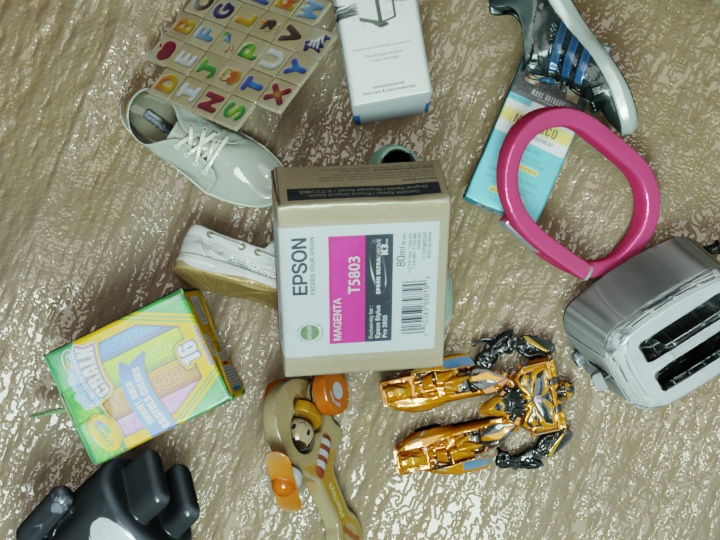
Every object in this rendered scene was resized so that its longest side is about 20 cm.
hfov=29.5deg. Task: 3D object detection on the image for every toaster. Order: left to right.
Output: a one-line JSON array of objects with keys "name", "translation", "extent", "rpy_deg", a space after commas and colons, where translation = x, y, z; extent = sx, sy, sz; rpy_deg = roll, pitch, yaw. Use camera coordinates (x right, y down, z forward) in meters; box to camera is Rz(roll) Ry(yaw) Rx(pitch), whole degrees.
[{"name": "toaster", "translation": [0.307, 0.050, 1.360], "extent": [0.199, 0.129, 0.114], "rpy_deg": [-31, 110, 0]}]

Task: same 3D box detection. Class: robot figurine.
[{"name": "robot figurine", "translation": [-0.250, 0.268, 1.366], "extent": [0.200, 0.125, 0.150], "rpy_deg": [-43, 91, 17]}, {"name": "robot figurine", "translation": [0.125, 0.143, 1.406], "extent": [0.198, 0.058, 0.147], "rpy_deg": [-12, 90, 1]}]

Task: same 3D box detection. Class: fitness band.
[{"name": "fitness band", "translation": [0.219, -0.077, 1.381], "extent": [0.199, 0.037, 0.144], "rpy_deg": [34, 85, -24]}]

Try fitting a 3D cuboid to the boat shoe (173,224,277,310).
[{"name": "boat shoe", "translation": [-0.089, -0.002, 1.406], "extent": [0.198, 0.071, 0.070], "rpy_deg": [17, 67, -10]}]

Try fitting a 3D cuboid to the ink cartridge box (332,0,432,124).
[{"name": "ink cartridge box", "translation": [0.016, -0.260, 1.371], "extent": [0.083, 0.146, 0.202], "rpy_deg": [-10, 88, 2]}]

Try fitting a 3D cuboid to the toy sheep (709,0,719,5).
[{"name": "toy sheep", "translation": [0.341, -0.340, 1.377], "extent": [0.199, 0.138, 0.139], "rpy_deg": [31, 90, -12]}]

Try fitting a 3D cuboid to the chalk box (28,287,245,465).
[{"name": "chalk box", "translation": [-0.234, 0.115, 1.380], "extent": [0.198, 0.124, 0.125], "rpy_deg": [-26, 89, 1]}]

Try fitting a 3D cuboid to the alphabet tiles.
[{"name": "alphabet tiles", "translation": [-0.123, -0.224, 1.375], "extent": [0.199, 0.006, 0.167], "rpy_deg": [25, 73, 35]}]

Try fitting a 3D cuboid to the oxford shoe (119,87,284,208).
[{"name": "oxford shoe", "translation": [-0.165, -0.127, 1.416], "extent": [0.199, 0.058, 0.076], "rpy_deg": [31, 88, 0]}]

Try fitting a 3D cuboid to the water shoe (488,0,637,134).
[{"name": "water shoe", "translation": [0.200, -0.209, 1.360], "extent": [0.079, 0.071, 0.201], "rpy_deg": [-33, 82, 4]}]

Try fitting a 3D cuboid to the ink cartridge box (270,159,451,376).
[{"name": "ink cartridge box", "translation": [0.000, 0.000, 1.311], "extent": [0.163, 0.075, 0.202], "rpy_deg": [-4, 125, -5]}]

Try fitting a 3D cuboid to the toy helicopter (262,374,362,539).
[{"name": "toy helicopter", "translation": [-0.047, 0.207, 1.382], "extent": [0.078, 0.132, 0.202], "rpy_deg": [-13, 108, 29]}]

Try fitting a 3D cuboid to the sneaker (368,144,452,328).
[{"name": "sneaker", "translation": [0.047, -0.030, 1.381], "extent": [0.073, 0.118, 0.203], "rpy_deg": [-15, 90, -1]}]

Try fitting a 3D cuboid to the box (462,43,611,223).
[{"name": "box", "translation": [0.182, -0.151, 1.415], "extent": [0.082, 0.049, 0.202], "rpy_deg": [23, 90, 1]}]
